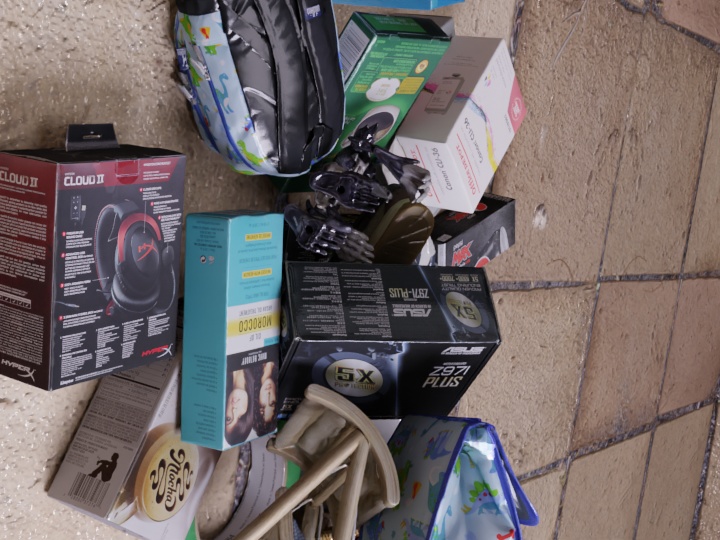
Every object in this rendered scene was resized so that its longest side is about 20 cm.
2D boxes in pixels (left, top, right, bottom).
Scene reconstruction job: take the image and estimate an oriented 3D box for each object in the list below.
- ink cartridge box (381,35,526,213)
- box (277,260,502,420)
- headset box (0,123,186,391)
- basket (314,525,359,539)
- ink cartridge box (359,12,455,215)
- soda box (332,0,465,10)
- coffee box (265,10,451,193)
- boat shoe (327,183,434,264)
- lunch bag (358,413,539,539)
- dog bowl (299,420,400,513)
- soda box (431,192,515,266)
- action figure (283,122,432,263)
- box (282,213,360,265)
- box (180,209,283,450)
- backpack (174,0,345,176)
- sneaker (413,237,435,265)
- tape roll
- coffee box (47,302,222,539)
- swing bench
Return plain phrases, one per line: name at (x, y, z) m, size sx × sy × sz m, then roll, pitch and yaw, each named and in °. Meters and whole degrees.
ink cartridge box at (0.105, -0.146, 1.281) m, size 0.200 × 0.067 × 0.117 m, roll -60°, pitch 144°, yaw -26°
box at (0.010, 0.071, 1.122) m, size 0.164 × 0.199 × 0.086 m, roll 117°, pitch -30°, yaw -53°
headset box at (-0.219, -0.019, 0.953) m, size 0.148 × 0.075 × 0.201 m, roll -14°, pitch 113°, yaw -56°
basket at (-0.023, 0.319, 1.323) m, size 0.200 × 0.142 × 0.150 m, roll 6°, pitch 100°, yaw -62°
ink cartridge box at (0.051, -0.169, 1.332) m, size 0.146 × 0.083 × 0.201 m, roll -47°, pitch 137°, yaw -41°
soda box at (-0.003, -0.285, 1.090) m, size 0.064 × 0.199 × 0.068 m, roll -27°, pitch 123°, yaw -51°
coffee box at (-0.006, -0.164, 1.173) m, size 0.123 × 0.044 × 0.200 m, roll -9°, pitch 141°, yaw -48°
boat shoe at (0.000, 0.000, 1.194) m, size 0.073 × 0.065 × 0.200 m, roll 25°, pitch 113°, yaw -38°
lunch bag at (0.075, 0.234, 1.080) m, size 0.127 × 0.170 × 0.201 m, roll 3°, pitch 85°, yaw -21°
dog bowl at (-0.016, 0.194, 1.377) m, size 0.200 × 0.058 × 0.201 m, roll -28°, pitch 124°, yaw -53°
soda box at (0.132, -0.040, 1.530) m, size 0.200 × 0.063 × 0.071 m, roll -31°, pitch 126°, yaw -50°
action figure at (-0.002, -0.066, 1.095) m, size 0.119 × 0.102 × 0.200 m, roll -55°, pitch 179°, yaw 19°
box at (-0.049, 0.020, 1.272) m, size 0.200 × 0.049 × 0.160 m, roll -6°, pitch 108°, yaw -58°
box at (-0.112, 0.049, 1.025) m, size 0.082 × 0.049 × 0.201 m, roll -10°, pitch 104°, yaw -58°
backpack at (-0.087, -0.184, 1.065) m, size 0.163 × 0.153 × 0.201 m, roll -40°, pitch 112°, yaw -42°
sneaker at (0.030, 0.039, 1.262) m, size 0.200 × 0.079 × 0.130 m, roll 90°, pitch 13°, yaw -49°
tape roll at (-0.137, 0.223, 1.199) m, size 0.200 × 0.048 × 0.201 m, roll -27°, pitch 123°, yaw -52°
coffee box at (-0.182, 0.138, 1.064) m, size 0.113 × 0.080 × 0.201 m, roll 47°, pitch 60°, yaw -52°
swing bench at (-0.058, 0.238, 1.078) m, size 0.200 × 0.129 × 0.199 m, roll -58°, pitch -179°, yaw -27°
